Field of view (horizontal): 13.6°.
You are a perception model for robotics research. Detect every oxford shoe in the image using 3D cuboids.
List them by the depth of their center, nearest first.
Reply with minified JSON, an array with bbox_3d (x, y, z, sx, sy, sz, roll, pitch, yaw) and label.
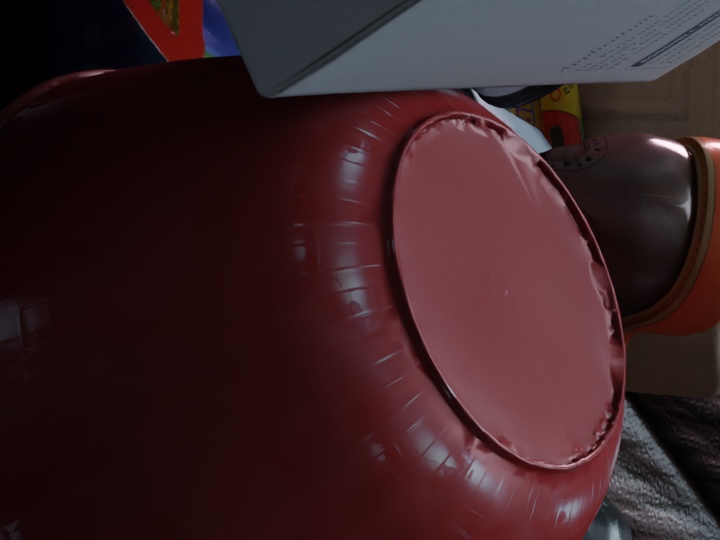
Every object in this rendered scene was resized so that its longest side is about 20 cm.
[{"bbox_3d":[0.052,-0.003,0.924,0.200,0.072,0.072,136,-39,-66],"label":"oxford shoe"}]

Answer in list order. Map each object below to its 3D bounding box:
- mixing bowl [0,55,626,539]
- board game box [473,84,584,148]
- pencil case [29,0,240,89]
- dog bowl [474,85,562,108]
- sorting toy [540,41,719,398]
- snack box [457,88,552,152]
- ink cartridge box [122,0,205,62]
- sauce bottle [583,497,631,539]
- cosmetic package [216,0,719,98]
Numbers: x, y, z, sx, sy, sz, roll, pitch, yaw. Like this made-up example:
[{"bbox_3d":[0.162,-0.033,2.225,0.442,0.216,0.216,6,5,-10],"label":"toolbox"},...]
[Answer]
[{"bbox_3d":[-0.001,0.023,0.783,0.200,0.108,0.201,29,50,-41],"label":"mixing bowl"},{"bbox_3d":[0.005,-0.026,1.182,0.030,0.199,0.096,-3,84,-53],"label":"board game box"},{"bbox_3d":[-0.062,-0.078,0.947,0.078,0.086,0.201,113,-19,-44],"label":"pencil case"},{"bbox_3d":[0.068,-0.155,0.959,0.200,0.074,0.200,-51,-163,22],"label":"dog bowl"},{"bbox_3d":[0.071,-0.057,1.165,0.036,0.184,0.201,-4,96,-50],"label":"sorting toy"},{"bbox_3d":[0.000,0.000,1.031,0.053,0.142,0.200,57,9,11],"label":"snack box"},{"bbox_3d":[-0.073,-0.170,0.844,0.200,0.050,0.163,53,24,-42],"label":"ink cartridge box"},{"bbox_3d":[0.032,0.078,1.021,0.200,0.064,0.065,29,50,-58],"label":"sauce bottle"},{"bbox_3d":[0.030,-0.159,0.764,0.200,0.123,0.200,-6,68,-58],"label":"cosmetic package"}]
